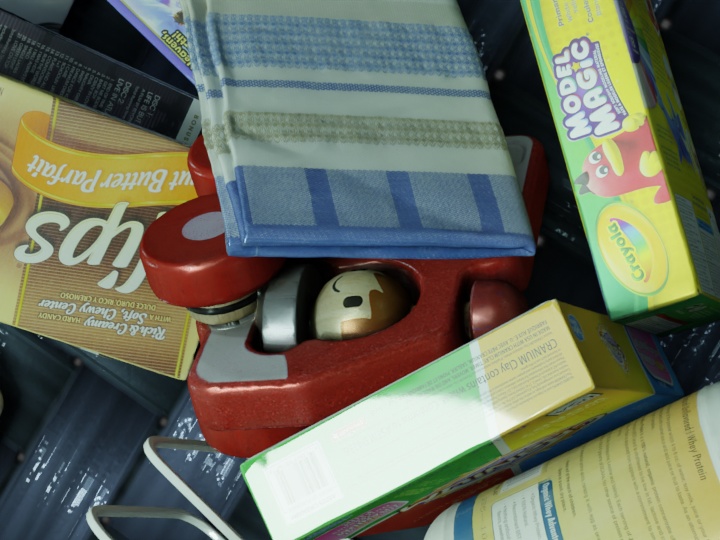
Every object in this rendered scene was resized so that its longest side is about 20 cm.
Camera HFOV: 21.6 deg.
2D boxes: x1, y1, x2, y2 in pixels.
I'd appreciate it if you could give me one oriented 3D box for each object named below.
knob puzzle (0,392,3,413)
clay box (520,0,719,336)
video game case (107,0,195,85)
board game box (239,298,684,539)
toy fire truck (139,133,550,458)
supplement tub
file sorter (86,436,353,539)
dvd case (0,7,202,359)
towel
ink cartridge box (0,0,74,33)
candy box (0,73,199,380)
[{"bbox_3d":[-0.286,0.076,1.066,0.219,0.030,0.220,-2,83,20],"label":"knob puzzle"},{"bbox_3d":[0.122,-0.073,0.884,0.048,0.115,0.200,-19,78,18],"label":"clay box"},{"bbox_3d":[-0.068,-0.206,0.941,0.181,0.045,0.200,-40,117,12],"label":"video game case"},{"bbox_3d":[0.054,0.070,0.850,0.153,0.200,0.040,-29,77,16],"label":"board game box"},{"bbox_3d":[0.000,0.000,0.888,0.168,0.200,0.112,-6,121,16],"label":"toy fire truck"},{"bbox_3d":[0.143,0.137,0.840,0.200,0.145,0.145,-27,76,16],"label":"supplement tub"},{"bbox_3d":[-0.096,0.192,0.929,0.125,0.139,0.200,42,99,22],"label":"file sorter"},{"bbox_3d":[-0.187,-0.055,0.978,0.149,0.200,0.016,-65,25,4],"label":"dvd case"},{"bbox_3d":[-0.008,-0.081,0.881,0.147,0.024,0.200,0,49,-17],"label":"towel"},{"bbox_3d":[-0.241,-0.147,1.029,0.146,0.084,0.200,30,95,33],"label":"ink cartridge box"},{"bbox_3d":[-0.163,-0.031,0.953,0.055,0.200,0.116,27,97,65],"label":"candy box"}]
